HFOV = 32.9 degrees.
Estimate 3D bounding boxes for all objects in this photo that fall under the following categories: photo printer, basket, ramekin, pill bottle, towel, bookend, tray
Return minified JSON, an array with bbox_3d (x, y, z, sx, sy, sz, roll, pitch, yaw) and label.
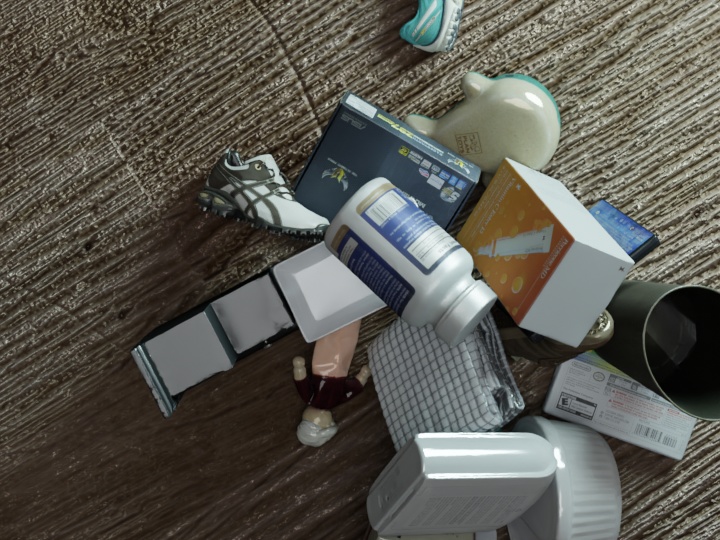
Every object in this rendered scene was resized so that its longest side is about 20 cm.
[{"bbox_3d":[0.126,0.254,1.448,0.198,0.167,0.070,3,53,-24],"label":"photo printer"},{"bbox_3d":[0.368,0.081,1.490,0.136,0.200,0.180,-47,107,-5],"label":"basket"},{"bbox_3d":[0.256,0.285,1.544,0.093,0.202,0.205,0,95,-13],"label":"ramekin"},{"bbox_3d":[0.062,-0.006,1.438,0.200,0.111,0.111,43,93,12],"label":"pill bottle"},{"bbox_3d":[0.106,0.135,1.514,0.165,0.085,0.201,-40,53,31],"label":"towel"},{"bbox_3d":[-0.165,0.079,1.508,0.199,0.199,0.093,-28,95,0],"label":"bookend"},{"bbox_3d":[0.000,0.000,1.520,0.199,0.022,0.108,-26,88,3],"label":"tray"}]

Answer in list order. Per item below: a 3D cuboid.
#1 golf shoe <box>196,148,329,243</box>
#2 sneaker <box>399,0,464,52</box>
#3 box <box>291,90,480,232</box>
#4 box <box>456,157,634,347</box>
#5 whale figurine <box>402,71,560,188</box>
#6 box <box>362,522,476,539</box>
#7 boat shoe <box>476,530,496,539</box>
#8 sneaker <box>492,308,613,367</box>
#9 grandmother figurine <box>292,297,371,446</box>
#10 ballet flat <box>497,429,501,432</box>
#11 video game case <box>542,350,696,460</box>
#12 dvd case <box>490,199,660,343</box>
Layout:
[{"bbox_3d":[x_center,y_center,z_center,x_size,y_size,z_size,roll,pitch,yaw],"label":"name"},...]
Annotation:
[{"bbox_3d":[-0.115,-0.095,1.522,0.198,0.078,0.095,20,92,26],"label":"golf shoe"},{"bbox_3d":[0.099,-0.380,1.543,0.079,0.077,0.202,13,94,6],"label":"sneaker"},{"bbox_3d":[0.029,-0.108,1.543,0.199,0.051,0.158,31,120,-3],"label":"box"},{"bbox_3d":[0.215,-0.024,1.457,0.097,0.200,0.125,19,113,-30],"label":"box"},{"bbox_3d":[0.157,-0.183,1.557,0.198,0.104,0.160,-8,117,22],"label":"whale figurine"},{"bbox_3d":[0.057,0.391,1.548,0.127,0.109,0.201,17,119,-4],"label":"box"},{"bbox_3d":[0.109,0.299,1.600,0.072,0.066,0.200,-40,112,2],"label":"boat shoe"},{"bbox_3d":[0.249,0.083,1.537,0.071,0.199,0.076,-50,119,-25],"label":"sneaker"},{"bbox_3d":[-0.039,0.133,1.584,0.120,0.061,0.202,10,100,-23],"label":"grandmother figurine"},{"bbox_3d":[0.138,0.170,1.598,0.075,0.068,0.202,-15,89,21],"label":"ballet flat"},{"bbox_3d":[0.363,0.133,1.615,0.198,0.022,0.184,20,94,-2],"label":"video game case"},{"bbox_3d":[0.265,-0.001,1.541,0.199,0.143,0.018,-38,118,0],"label":"dvd case"}]
